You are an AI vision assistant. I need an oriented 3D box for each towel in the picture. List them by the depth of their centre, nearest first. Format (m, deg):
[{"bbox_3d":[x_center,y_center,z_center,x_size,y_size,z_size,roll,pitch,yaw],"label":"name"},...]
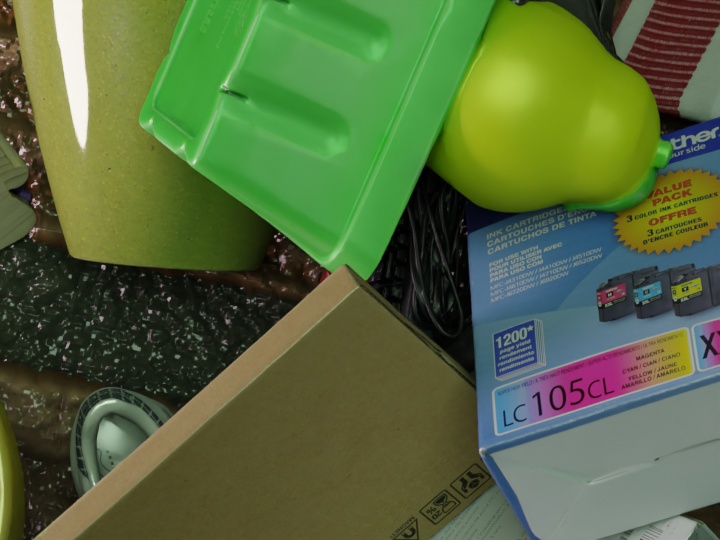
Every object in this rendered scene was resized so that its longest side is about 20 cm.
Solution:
[{"bbox_3d":[0.209,-0.129,1.421,0.023,0.200,0.145,37,78,-39],"label":"towel"}]

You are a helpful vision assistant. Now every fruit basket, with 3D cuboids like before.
[{"bbox_3d":[0.032,-0.092,1.299,0.214,0.155,0.217,-6,107,-19],"label":"fruit basket"}]

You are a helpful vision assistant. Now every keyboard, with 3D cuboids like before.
[{"bbox_3d":[0.014,-0.030,1.423,0.039,0.104,0.201,13,78,-33],"label":"keyboard"}]

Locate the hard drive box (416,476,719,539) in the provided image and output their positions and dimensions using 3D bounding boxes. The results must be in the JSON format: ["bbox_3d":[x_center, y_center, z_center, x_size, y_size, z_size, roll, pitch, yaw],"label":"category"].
[{"bbox_3d":[0.069,0.168,1.332,0.156,0.200,0.077,-51,122,-11],"label":"hard drive box"}]

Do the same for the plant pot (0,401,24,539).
[{"bbox_3d":[-0.248,0.112,1.350,0.200,0.189,0.202,0,79,-1],"label":"plant pot"}]

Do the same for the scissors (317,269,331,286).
[{"bbox_3d":[0.000,0.000,1.404,0.073,0.014,0.201,45,119,38],"label":"scissors"}]

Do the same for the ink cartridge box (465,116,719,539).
[{"bbox_3d":[0.121,0.016,1.308,0.136,0.077,0.200,-18,37,14],"label":"ink cartridge box"}]

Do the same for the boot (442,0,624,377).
[{"bbox_3d":[0.072,-0.033,1.447,0.200,0.069,0.175,-33,67,10],"label":"boot"}]

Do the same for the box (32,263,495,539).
[{"bbox_3d":[-0.036,0.102,1.303,0.200,0.163,0.021,-41,47,7],"label":"box"}]

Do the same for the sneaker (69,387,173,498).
[{"bbox_3d":[-0.086,0.150,1.401,0.076,0.081,0.201,-27,84,-7],"label":"sneaker"}]

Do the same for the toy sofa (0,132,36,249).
[{"bbox_3d":[-0.263,-0.018,1.438,0.200,0.098,0.083,-38,58,-7],"label":"toy sofa"}]

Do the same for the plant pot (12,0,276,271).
[{"bbox_3d":[-0.087,-0.103,1.412,0.186,0.187,0.201,4,94,0],"label":"plant pot"}]
